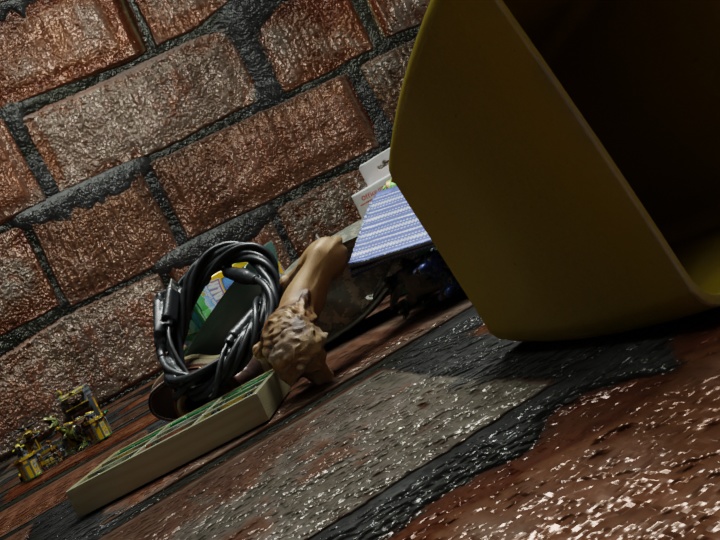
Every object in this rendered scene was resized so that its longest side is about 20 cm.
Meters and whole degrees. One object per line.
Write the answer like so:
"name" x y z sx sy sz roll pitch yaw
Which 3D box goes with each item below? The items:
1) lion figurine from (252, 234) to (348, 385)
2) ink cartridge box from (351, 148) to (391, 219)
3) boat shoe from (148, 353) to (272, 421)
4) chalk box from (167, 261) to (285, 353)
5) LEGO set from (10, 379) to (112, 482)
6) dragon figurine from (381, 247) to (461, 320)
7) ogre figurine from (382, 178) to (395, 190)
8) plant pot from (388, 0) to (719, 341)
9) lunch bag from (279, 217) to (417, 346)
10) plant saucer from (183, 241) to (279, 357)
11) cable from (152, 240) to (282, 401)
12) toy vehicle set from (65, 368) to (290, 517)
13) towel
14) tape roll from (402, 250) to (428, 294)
"lion figurine" -0.050 0.024 0.840 0.123 0.071 0.204 127 159 -58
"ink cartridge box" 0.064 -0.106 1.496 0.114 0.203 0.068 -25 2 37
"boat shoe" -0.183 0.138 0.969 0.197 0.073 0.072 -17 9 36
"chalk box" -0.192 0.080 1.274 0.198 0.125 0.125 -31 -15 -32
"LEGO set" -0.540 0.275 1.533 0.197 0.118 0.154 -28 2 -4
"dragon figurine" 0.088 -0.003 0.934 0.098 0.060 0.200 -26 3 28
"ogre figurine" 0.065 -0.075 1.257 0.196 0.100 0.120 -13 -20 -17
"plant pot" 0.131 -0.071 0.499 0.198 0.202 0.176 -29 -9 -33
"lunch bag" 0.000 0.000 1.090 0.198 0.119 0.164 -35 3 13
"plant saucer" -0.157 0.056 1.091 0.202 0.036 0.200 -56 -1 -1
"cable" -0.154 0.056 0.942 0.161 0.051 0.202 -26 42 8
"toy vehicle set" -0.165 0.158 0.814 0.197 0.027 0.124 -28 2 5
"towel" 0.066 -0.059 0.934 0.142 0.024 0.201 -18 22 18
"tape roll" 0.127 -0.031 1.243 0.197 0.049 0.200 -28 3 2
